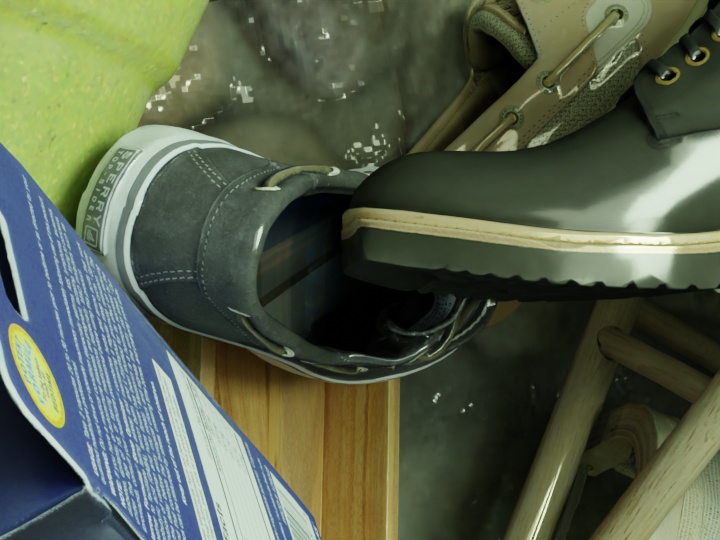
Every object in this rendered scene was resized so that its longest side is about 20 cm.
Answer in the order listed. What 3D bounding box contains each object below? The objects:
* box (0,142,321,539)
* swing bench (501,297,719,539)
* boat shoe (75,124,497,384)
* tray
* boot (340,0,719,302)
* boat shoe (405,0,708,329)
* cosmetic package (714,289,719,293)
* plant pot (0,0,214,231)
[{"bbox_3d":[-0.054,0.055,0.621,0.032,0.121,0.200,-29,131,7],"label":"box"},{"bbox_3d":[0.134,0.138,0.818,0.198,0.130,0.201,29,90,-19],"label":"swing bench"},{"bbox_3d":[0.000,0.000,0.725,0.200,0.066,0.070,22,87,-59],"label":"boat shoe"},{"bbox_3d":[-0.031,0.083,0.769,0.098,0.037,0.201,25,58,-47],"label":"tray"},{"bbox_3d":[0.091,-0.062,0.670,0.199,0.077,0.139,-2,89,-14],"label":"boot"},{"bbox_3d":[0.069,-0.075,0.865,0.065,0.072,0.200,39,72,-15],"label":"boat shoe"},{"bbox_3d":[0.197,-0.015,0.801,0.199,0.200,0.123,31,94,1],"label":"cosmetic package"},{"bbox_3d":[-0.149,-0.025,0.697,0.200,0.200,0.185,16,84,-22],"label":"plant pot"}]
